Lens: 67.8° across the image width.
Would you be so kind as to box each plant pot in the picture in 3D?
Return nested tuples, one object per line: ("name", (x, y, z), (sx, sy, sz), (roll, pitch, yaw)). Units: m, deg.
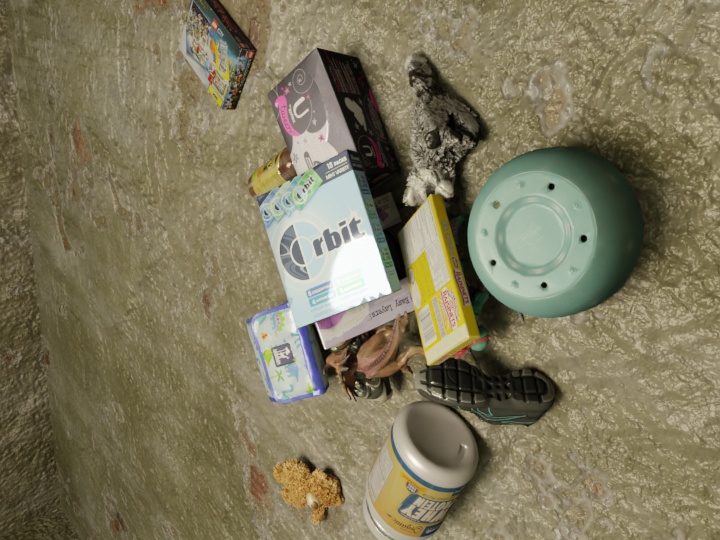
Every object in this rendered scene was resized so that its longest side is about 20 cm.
("plant pot", (0.209, -0.040, 0.605), (0.194, 0.159, 0.210), (3, 97, 29))

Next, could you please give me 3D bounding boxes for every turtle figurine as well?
("turtle figurine", (0.151, 0.038, 0.761), (0.149, 0.099, 0.206), (-36, 69, 40))

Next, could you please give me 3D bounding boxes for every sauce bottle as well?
("sauce bottle", (-0.136, -0.190, 0.996), (0.196, 0.064, 0.067), (-23, 85, 43))

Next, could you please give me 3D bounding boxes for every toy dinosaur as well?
("toy dinosaur", (0.018, 0.130, 0.781), (0.201, 0.131, 0.088), (117, 132, -69))

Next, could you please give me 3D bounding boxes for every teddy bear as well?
("teddy bear", (-0.124, 0.473, 1.153), (0.195, 0.066, 0.151), (10, 110, 42))

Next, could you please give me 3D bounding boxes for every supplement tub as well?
("supplement tub", (0.089, 0.330, 0.857), (0.144, 0.142, 0.205), (39, 125, 28))

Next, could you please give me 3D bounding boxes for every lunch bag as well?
("lunch bag", (-0.131, 0.150, 1.009), (0.198, 0.124, 0.176), (-21, 88, 61))

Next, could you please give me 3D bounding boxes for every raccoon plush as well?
("raccoon plush", (0.099, -0.192, 0.781), (0.135, 0.093, 0.206), (120, 149, -50))

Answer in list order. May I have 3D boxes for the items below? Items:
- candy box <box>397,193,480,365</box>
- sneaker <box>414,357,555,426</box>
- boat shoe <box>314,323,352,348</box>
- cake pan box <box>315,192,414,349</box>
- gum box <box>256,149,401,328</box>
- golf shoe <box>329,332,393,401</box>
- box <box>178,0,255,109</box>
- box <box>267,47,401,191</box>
("candy box", (0.101, 0.012, 0.729), (0.102, 0.025, 0.207), (-45, 49, 52))
("sneaker", (0.167, 0.180, 0.744), (0.191, 0.077, 0.081), (9, 131, 1))
("boat shoe", (-0.072, 0.041, 0.947), (0.075, 0.075, 0.204), (-43, 46, 8))
("cake pan box", (0.000, 0.000, 0.850), (0.193, 0.052, 0.191), (-21, 87, -1))
("gum box", (-0.049, -0.041, 0.777), (0.165, 0.044, 0.207), (-21, 87, 25))
("golf shoe", (-0.004, 0.143, 0.945), (0.076, 0.088, 0.204), (-36, 48, 16))
("box", (-0.298, -0.454, 1.098), (0.202, 0.037, 0.138), (54, 131, 20))
("box", (-0.044, -0.219, 0.853), (0.130, 0.113, 0.207), (-25, 83, 36))
